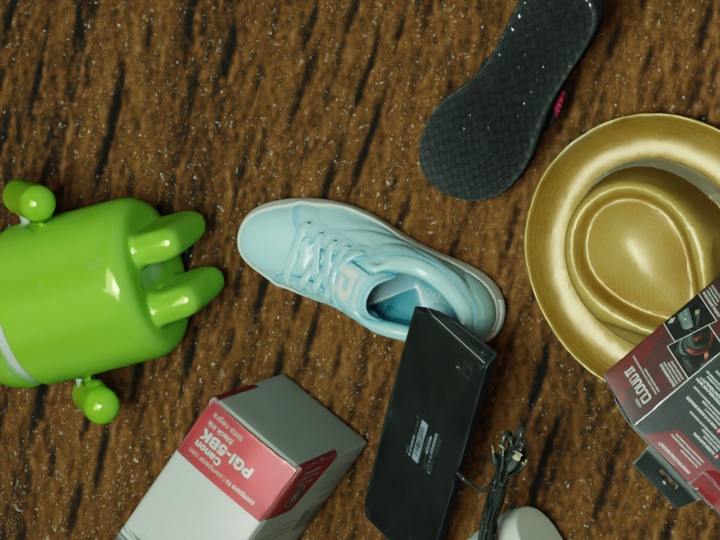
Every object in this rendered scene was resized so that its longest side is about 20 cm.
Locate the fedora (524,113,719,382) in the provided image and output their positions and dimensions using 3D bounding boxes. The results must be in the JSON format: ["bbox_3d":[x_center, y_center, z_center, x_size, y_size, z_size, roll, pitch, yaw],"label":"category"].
[{"bbox_3d":[0.195,-0.005,1.737,0.200,0.082,0.202,2,97,18],"label":"fedora"}]

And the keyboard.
[{"bbox_3d":[0.062,0.128,1.771,0.127,0.021,0.201,43,137,32],"label":"keyboard"}]

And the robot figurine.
[{"bbox_3d":[-0.200,0.017,1.852,0.199,0.116,0.176,-14,103,19],"label":"robot figurine"}]

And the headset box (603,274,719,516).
[{"bbox_3d":[0.265,0.077,1.680,0.200,0.075,0.149,-42,117,9],"label":"headset box"}]

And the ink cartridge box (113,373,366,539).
[{"bbox_3d":[-0.101,0.180,1.819,0.083,0.147,0.200,38,104,12],"label":"ink cartridge box"}]

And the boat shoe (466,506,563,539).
[{"bbox_3d":[0.130,0.263,1.796,0.068,0.072,0.201,-30,89,33],"label":"boat shoe"}]

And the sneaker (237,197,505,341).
[{"bbox_3d":[0.000,0.000,1.803,0.199,0.082,0.074,17,99,16],"label":"sneaker"}]

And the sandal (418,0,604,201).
[{"bbox_3d":[0.107,-0.123,1.763,0.075,0.045,0.200,41,126,8],"label":"sandal"}]
